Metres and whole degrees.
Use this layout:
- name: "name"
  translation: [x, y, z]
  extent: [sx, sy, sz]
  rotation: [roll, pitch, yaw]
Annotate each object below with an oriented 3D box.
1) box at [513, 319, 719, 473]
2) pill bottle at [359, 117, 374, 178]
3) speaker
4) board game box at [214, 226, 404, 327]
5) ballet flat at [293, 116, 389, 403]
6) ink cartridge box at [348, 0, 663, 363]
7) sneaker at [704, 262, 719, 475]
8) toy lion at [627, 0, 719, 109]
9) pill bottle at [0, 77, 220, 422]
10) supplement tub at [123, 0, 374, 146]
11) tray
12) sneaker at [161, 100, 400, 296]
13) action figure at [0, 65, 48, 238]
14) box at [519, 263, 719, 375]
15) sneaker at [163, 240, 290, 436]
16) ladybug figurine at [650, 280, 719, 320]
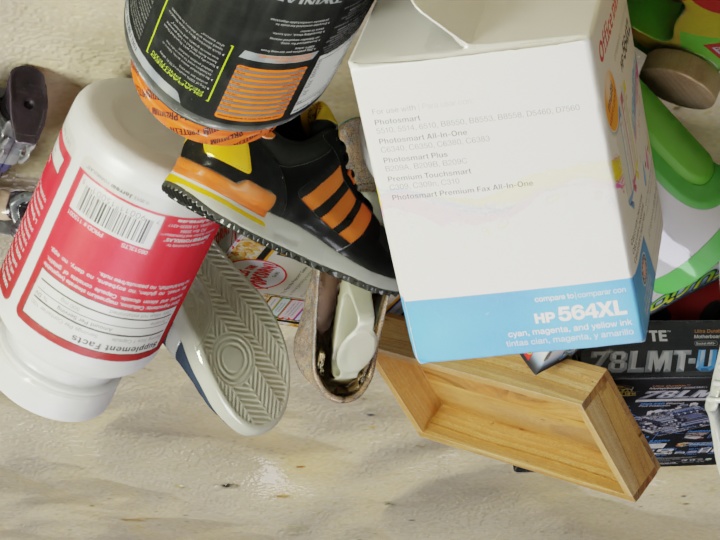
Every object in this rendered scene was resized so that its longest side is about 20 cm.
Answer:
- name: "box"
  translation: [0.220, 0.088, 1.674]
  extent: [0.199, 0.050, 0.199]
  rotation: [-2, 157, -10]
- name: "pill bottle"
  translation: [0.077, -0.049, 1.484]
  extent: [0.108, 0.109, 0.200]
  rotation: [-8, 152, 15]
- name: "speaker"
  translation: [0.129, -0.081, 1.351]
  extent: [0.200, 0.089, 0.088]
  rotation: [45, 137, -14]
- name: "board game box"
  translation: [-0.007, -0.006, 1.638]
  extent: [0.199, 0.047, 0.152]
  rotation: [10, 152, -21]
- name: "ballet flat"
  translation: [0.000, 0.000, 1.532]
  extent: [0.068, 0.067, 0.201]
  rotation: [-2, 123, -14]
- name: "ink cartridge box"
  translation: [0.078, -0.074, 1.239]
  extent: [0.125, 0.129, 0.201]
  rotation: [-5, 120, 15]
- name: "sneaker"
  translation: [0.255, 0.064, 1.523]
  extent: [0.073, 0.071, 0.201]
  rotation: [16, 132, 39]
- name: "toy lion"
  translation: [0.179, -0.165, 1.266]
  extent: [0.191, 0.069, 0.200]
  rotation: [33, 162, -28]
- name: "pill bottle"
  translation: [-0.157, -0.009, 1.470]
  extent: [0.112, 0.112, 0.201]
  rotation: [13, 122, -26]
- name: "supplement tub"
  translation: [-0.055, -0.154, 1.252]
  extent: [0.122, 0.123, 0.200]
  rotation: [7, 153, -15]
- name: "tray"
  translation: [0.100, 0.089, 1.609]
  extent: [0.199, 0.037, 0.099]
  rotation: [13, 145, 44]
- name: "sneaker"
  translation: [-0.023, -0.050, 1.406]
  extent: [0.200, 0.090, 0.070]
  rotation: [23, -178, -44]
- name: "action figure"
  translation: [-0.254, -0.058, 1.505]
  extent: [0.129, 0.070, 0.200]
  rotation: [3, 157, -19]
- name: "box"
  translation: [0.194, -0.010, 1.529]
  extent: [0.199, 0.035, 0.110]
  rotation: [-25, 160, -27]
- name: "sneaker"
  translation: [-0.122, 0.023, 1.587]
  extent: [0.075, 0.201, 0.084]
  rotation: [-36, -170, -38]
- name: "ladybug figurine"
  translation: [0.187, 0.020, 1.668]
  extent: [0.199, 0.072, 0.136]
  rotation: [-7, 153, 12]
